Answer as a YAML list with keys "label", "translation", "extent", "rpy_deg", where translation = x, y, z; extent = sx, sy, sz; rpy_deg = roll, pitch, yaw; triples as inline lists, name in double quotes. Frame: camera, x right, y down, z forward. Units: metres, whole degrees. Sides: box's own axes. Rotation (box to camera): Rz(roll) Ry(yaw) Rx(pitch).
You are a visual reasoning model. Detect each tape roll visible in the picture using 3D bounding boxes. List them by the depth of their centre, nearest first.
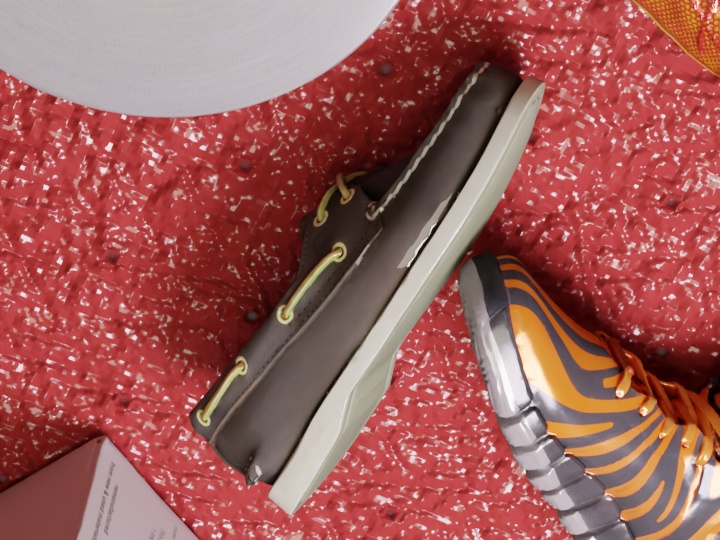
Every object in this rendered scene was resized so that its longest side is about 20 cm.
- label: "tape roll"
  translation: [-0.068, -0.156, 0.791]
  extent: [0.199, 0.066, 0.202]
  rpy_deg: [2, 122, 3]

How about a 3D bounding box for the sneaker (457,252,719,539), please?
- label: "sneaker"
  translation: [0.118, 0.051, 0.907]
  extent: [0.111, 0.078, 0.200]
  rpy_deg: [-24, 131, 12]

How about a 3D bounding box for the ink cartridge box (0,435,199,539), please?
- label: "ink cartridge box"
  translation: [-0.110, 0.192, 0.996]
  extent: [0.145, 0.084, 0.200]
  rpy_deg: [-30, 115, 20]

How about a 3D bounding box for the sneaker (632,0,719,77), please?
- label: "sneaker"
  translation: [0.125, -0.112, 0.816]
  extent: [0.077, 0.073, 0.201]
  rpy_deg: [-14, 118, 37]

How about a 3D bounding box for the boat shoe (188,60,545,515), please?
- label: "boat shoe"
  translation: [0.000, 0.000, 0.879]
  extent: [0.060, 0.072, 0.202]
  rpy_deg: [35, 112, 9]
